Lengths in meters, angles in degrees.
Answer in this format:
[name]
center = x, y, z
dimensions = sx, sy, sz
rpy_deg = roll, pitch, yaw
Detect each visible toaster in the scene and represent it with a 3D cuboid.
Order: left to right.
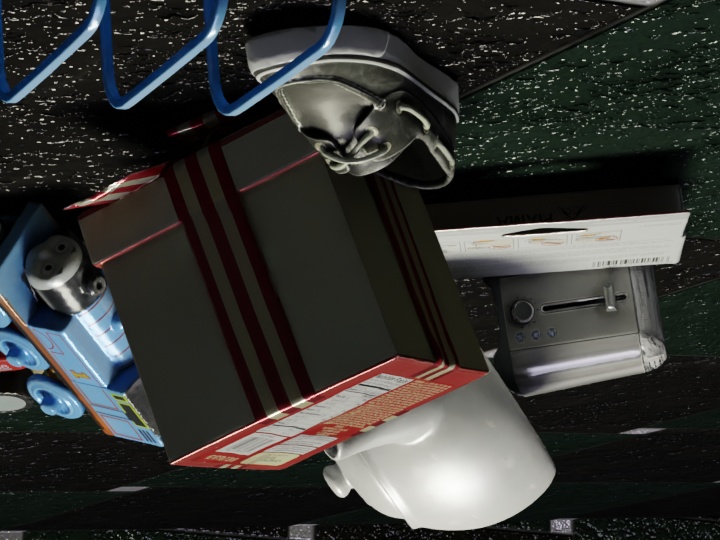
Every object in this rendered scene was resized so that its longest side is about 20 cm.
[toaster]
center = 0.166, 0.034, 1.819
dimensions = 0.128, 0.114, 0.200
rpy_deg = -8, 172, 7

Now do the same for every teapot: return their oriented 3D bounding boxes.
[teapot]
center = 0.039, 0.117, 1.727
dimensions = 0.146, 0.200, 0.198
rpy_deg = -34, -150, 0

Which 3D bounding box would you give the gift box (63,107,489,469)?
[gift box]
center = -0.061, 0.008, 1.416
dimensions = 0.199, 0.188, 0.184
rpy_deg = -23, 165, 14

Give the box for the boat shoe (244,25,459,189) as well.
[boat shoe]
center = 0.004, -0.087, 1.295
dimensions = 0.070, 0.064, 0.200
rpy_deg = -10, 167, 27

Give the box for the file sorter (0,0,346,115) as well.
[file sorter]
center = -0.118, -0.133, 0.884
dimensions = 0.199, 0.123, 0.139
rpy_deg = 2, 166, -26

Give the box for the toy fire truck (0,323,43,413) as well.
[toy fire truck]
center = -0.338, 0.049, 1.734
dimensions = 0.175, 0.129, 0.200
rpy_deg = -5, 157, 8

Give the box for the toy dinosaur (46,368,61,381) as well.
[toy dinosaur]
center = -0.191, 0.068, 1.860
dimensions = 0.106, 0.061, 0.200
rpy_deg = -21, -151, -16

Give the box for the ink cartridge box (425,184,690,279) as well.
[ink cartridge box]
center = 0.126, -0.033, 1.652
dimensions = 0.199, 0.044, 0.174
rpy_deg = -4, 167, 3

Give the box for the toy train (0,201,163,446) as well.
[toy train]
center = -0.192, 0.036, 1.615
dimensions = 0.114, 0.087, 0.200
rpy_deg = 8, 146, 34
